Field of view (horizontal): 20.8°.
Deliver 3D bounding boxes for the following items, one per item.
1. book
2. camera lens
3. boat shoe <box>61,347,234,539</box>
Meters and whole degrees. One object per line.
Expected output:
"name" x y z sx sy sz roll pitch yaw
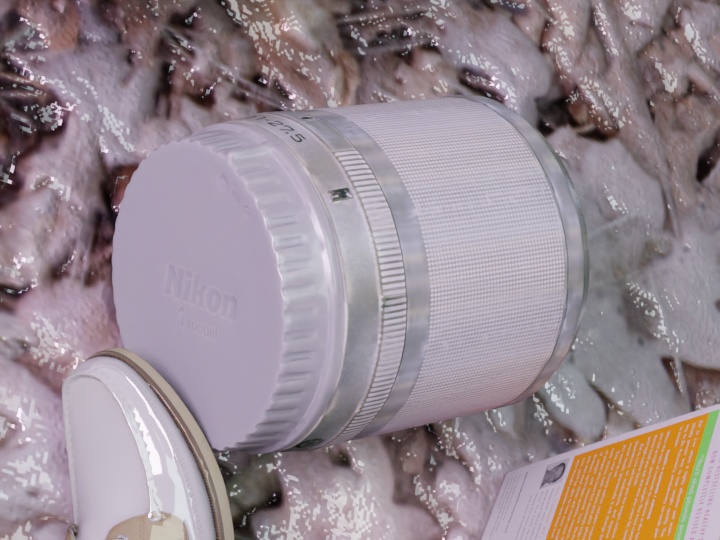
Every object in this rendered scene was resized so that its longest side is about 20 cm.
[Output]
"book" 0.122 0.146 0.979 0.048 0.199 0.134 40 57 -20
"camera lens" 0.000 0.000 0.958 0.199 0.160 0.161 -9 82 -38
"boat shoe" -0.100 0.136 0.895 0.068 0.074 0.202 -17 88 -45
